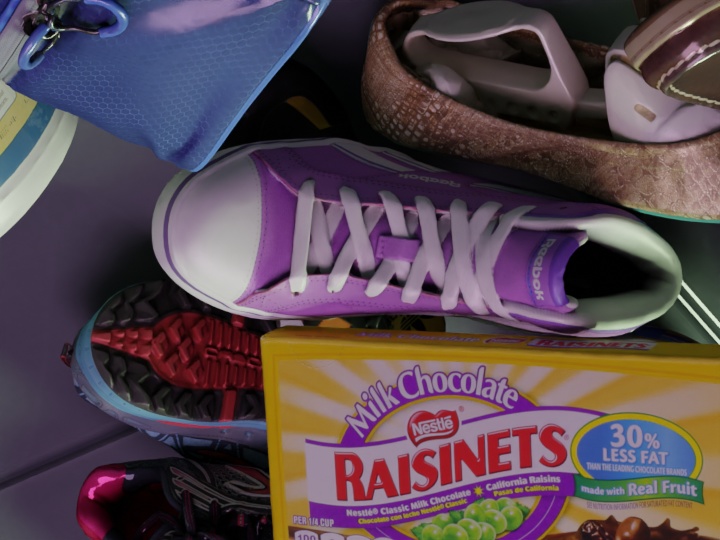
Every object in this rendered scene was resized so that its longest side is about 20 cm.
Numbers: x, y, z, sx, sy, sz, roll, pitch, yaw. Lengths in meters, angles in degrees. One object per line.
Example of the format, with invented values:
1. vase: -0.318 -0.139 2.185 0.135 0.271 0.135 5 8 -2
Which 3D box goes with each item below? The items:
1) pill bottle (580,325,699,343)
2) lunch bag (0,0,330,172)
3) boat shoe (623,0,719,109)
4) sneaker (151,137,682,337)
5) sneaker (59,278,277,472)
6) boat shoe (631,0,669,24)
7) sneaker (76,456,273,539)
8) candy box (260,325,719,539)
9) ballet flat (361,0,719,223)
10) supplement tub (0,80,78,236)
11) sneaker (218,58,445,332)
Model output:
1. pill bottle: 0.115 0.080 1.033 0.111 0.113 0.200 -2 -179 9
2. lunch bag: -0.077 -0.140 0.817 0.132 0.201 0.136 25 140 -16
3. boat shoe: 0.185 -0.071 0.892 0.199 0.072 0.072 -2 155 -38
4. sneaker: 0.027 -0.012 0.931 0.199 0.073 0.114 4 -178 -20
5. sneaker: -0.043 0.056 1.133 0.199 0.080 0.095 22 160 -21
6. boat shoe: 0.134 -0.135 0.893 0.071 0.065 0.201 4 139 3
7. sneaker: -0.051 0.126 1.085 0.074 0.081 0.199 28 161 -38
8. candy box: 0.056 0.076 0.922 0.199 0.026 0.103 1 99 26
9. ballet flat: 0.086 -0.067 0.939 0.199 0.071 0.066 10 138 24
10. supplement tub: -0.210 -0.102 0.913 0.144 0.145 0.200 -15 134 22
11. sneaker: 0.000 0.000 1.015 0.090 0.070 0.201 25 143 44
